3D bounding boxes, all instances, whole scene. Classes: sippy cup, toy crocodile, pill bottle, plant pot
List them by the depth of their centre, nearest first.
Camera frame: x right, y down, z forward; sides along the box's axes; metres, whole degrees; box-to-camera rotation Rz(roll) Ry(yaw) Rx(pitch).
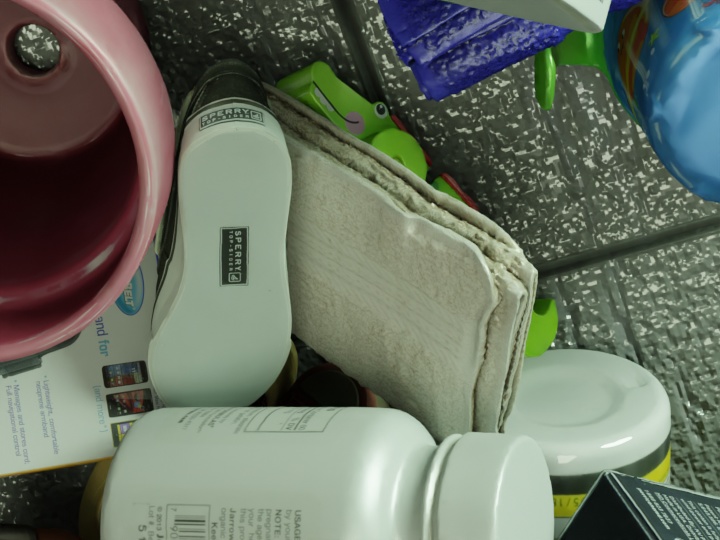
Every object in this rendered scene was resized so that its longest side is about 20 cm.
[{"bbox_3d":[0.182,-0.096,0.888,0.178,0.130,0.140,-33,108,19],"label":"sippy cup"},{"bbox_3d":[-0.180,-0.080,0.907,0.200,0.179,0.200,2,115,4],"label":"plant pot"},{"bbox_3d":[-0.014,0.123,0.912,0.200,0.114,0.114,-2,116,23],"label":"pill bottle"},{"bbox_3d":[0.030,-0.028,0.978,0.200,0.062,0.067,49,146,-11],"label":"toy crocodile"},{"bbox_3d":[0.112,0.154,1.025,0.114,0.114,0.200,-1,115,7],"label":"pill bottle"}]

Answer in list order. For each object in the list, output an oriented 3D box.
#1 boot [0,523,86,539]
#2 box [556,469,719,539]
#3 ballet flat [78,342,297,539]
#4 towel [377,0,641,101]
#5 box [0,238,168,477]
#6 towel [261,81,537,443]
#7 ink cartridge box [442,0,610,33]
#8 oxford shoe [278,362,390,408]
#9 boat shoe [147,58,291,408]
[{"bbox_3d":[-0.147,0.199,1.103,0.200,0.069,0.188,10,143,-20],"label":"boot"},{"bbox_3d":[0.171,0.226,0.941,0.196,0.124,0.200,15,116,-32],"label":"box"},{"bbox_3d":[-0.106,0.110,1.055,0.069,0.063,0.200,30,115,-10],"label":"ballet flat"},{"bbox_3d":[0.089,-0.184,0.864,0.200,0.050,0.148,-25,74,16],"label":"towel"},{"bbox_3d":[-0.177,0.047,0.985,0.200,0.041,0.119,-7,84,-20],"label":"box"},{"bbox_3d":[0.000,0.000,0.941,0.200,0.034,0.133,33,138,29],"label":"towel"},{"bbox_3d":[0.053,-0.218,0.808,0.146,0.083,0.200,15,91,22],"label":"ink cartridge box"},{"bbox_3d":[-0.034,0.152,1.021,0.070,0.075,0.200,27,84,33],"label":"oxford shoe"},{"bbox_3d":[-0.066,-0.011,0.933,0.071,0.064,0.200,3,131,-11],"label":"boat shoe"}]
